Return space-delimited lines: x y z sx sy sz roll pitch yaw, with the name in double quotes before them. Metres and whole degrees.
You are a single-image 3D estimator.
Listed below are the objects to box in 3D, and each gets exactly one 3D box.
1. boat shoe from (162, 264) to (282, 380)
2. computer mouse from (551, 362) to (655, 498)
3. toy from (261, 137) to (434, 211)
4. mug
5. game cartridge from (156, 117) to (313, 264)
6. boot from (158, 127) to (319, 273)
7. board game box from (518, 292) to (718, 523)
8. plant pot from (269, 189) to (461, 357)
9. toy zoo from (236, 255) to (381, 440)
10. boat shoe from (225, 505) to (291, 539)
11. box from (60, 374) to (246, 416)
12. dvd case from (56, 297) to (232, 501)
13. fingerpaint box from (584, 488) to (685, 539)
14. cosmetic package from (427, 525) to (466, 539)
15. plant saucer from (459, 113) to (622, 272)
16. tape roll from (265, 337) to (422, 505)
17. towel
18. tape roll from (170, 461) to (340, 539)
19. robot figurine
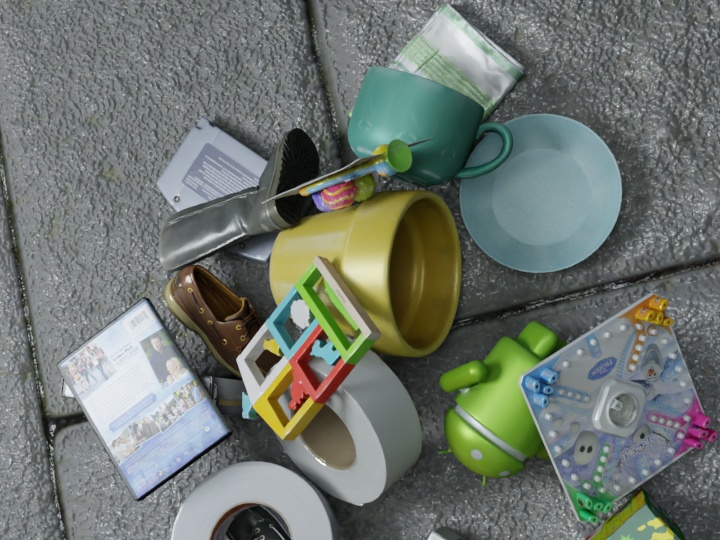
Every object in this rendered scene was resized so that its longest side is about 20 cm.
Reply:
"boat shoe" -0.163 0.072 1.373 0.200 0.072 0.068 43 133 -7
"computer mouse" 0.314 0.174 1.259 0.200 0.046 0.141 -47 116 -22
"toy" -0.012 -0.098 1.226 0.200 0.115 0.047 -22 90 52
"mug" 0.074 -0.164 1.306 0.185 0.152 0.115 22 91 34
"game cartridge" -0.173 -0.101 1.448 0.200 0.041 0.133 35 89 16
"boot" -0.158 -0.089 1.388 0.200 0.073 0.182 -23 32 35
"board game box" 0.298 0.158 1.215 0.200 0.026 0.200 -30 107 -15
"plant pot" 0.000 0.000 1.319 0.188 0.201 0.201 3 83 31
"toy zoo" -0.072 0.099 1.222 0.200 0.020 0.131 -52 51 19
"boat shoe" -0.116 0.353 1.361 0.200 0.057 0.069 41 94 15
"box" -0.254 0.152 1.371 0.199 0.158 0.048 5 83 14
"dvd case" -0.260 0.153 1.281 0.143 0.018 0.200 -36 76 7
"fingerpaint box" 0.278 0.330 1.191 0.167 0.200 0.073 -43 76 5
"cosmetic package" 0.087 0.423 1.294 0.101 0.071 0.200 28 90 16
"plant saucer" 0.226 -0.095 1.344 0.200 0.039 0.202 -2 83 14
"tape roll" -0.023 0.179 1.292 0.202 0.203 0.071 43 50 16
"towel" 0.097 -0.233 1.400 0.149 0.031 0.200 44 95 16
"tape roll" -0.126 0.335 1.305 0.200 0.066 0.201 -2 75 7
"robot figurine" 0.180 0.160 1.281 0.175 0.116 0.200 37 92 -15
